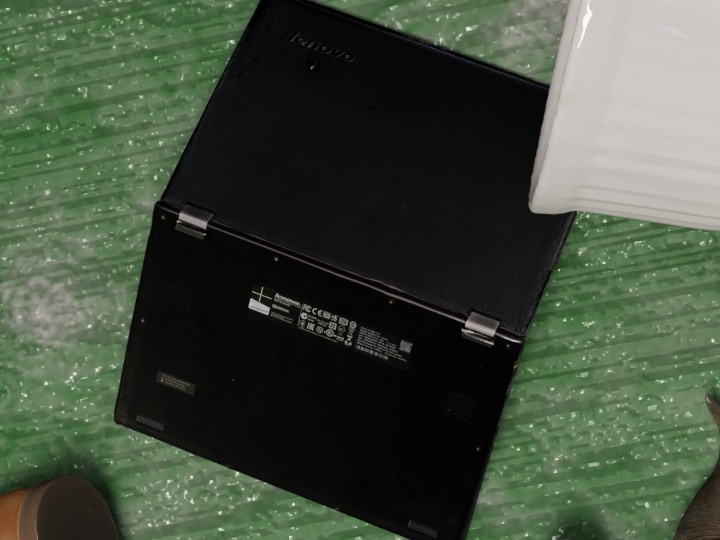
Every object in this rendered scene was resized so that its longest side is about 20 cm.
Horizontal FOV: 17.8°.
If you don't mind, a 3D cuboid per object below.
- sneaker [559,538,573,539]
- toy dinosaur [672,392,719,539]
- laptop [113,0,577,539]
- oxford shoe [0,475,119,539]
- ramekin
[{"bbox_3d":[0.119,0.222,1.073,0.086,0.075,0.202,-9,93,-3],"label":"sneaker"},{"bbox_3d":[0.184,0.156,1.052,0.102,0.077,0.201,-22,87,1],"label":"toy dinosaur"},{"bbox_3d":[0.000,0.000,1.122,0.186,0.116,0.201,20,120,10],"label":"laptop"},{"bbox_3d":[-0.144,0.203,1.122,0.071,0.071,0.202,-14,86,37],"label":"oxford shoe"},{"bbox_3d":[0.141,-0.114,1.010,0.097,0.200,0.202,13,90,3],"label":"ramekin"}]
